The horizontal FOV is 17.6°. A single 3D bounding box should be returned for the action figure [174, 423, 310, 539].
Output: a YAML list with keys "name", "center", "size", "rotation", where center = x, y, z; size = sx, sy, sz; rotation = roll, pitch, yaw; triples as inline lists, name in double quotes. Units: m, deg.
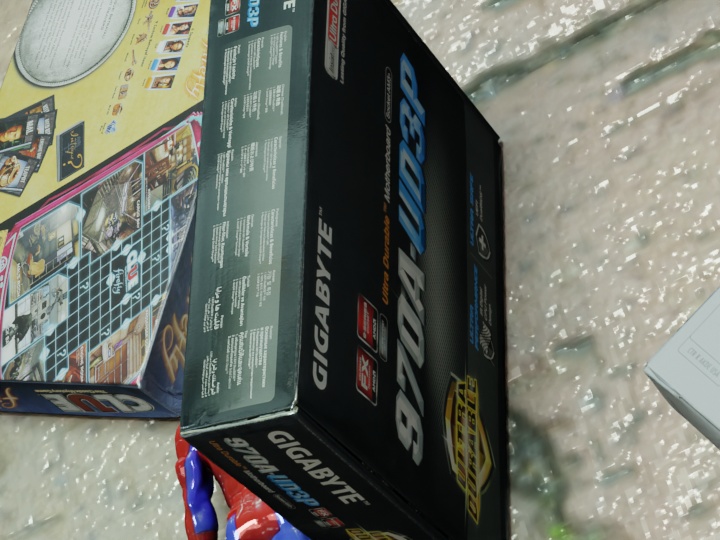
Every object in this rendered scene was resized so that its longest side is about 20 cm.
- name: "action figure"
  center: [-0.033, 0.104, 0.857]
  size: [0.065, 0.052, 0.201]
  rotation: [-24, 47, 13]

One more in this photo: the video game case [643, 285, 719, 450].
- name: "video game case"
  center: [0.213, 0.014, 0.685]
  size: [0.200, 0.045, 0.181]
  rotation: [-46, 46, 0]

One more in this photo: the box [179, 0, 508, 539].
- name: "box"
  center: [0.000, 0.000, 0.825]
  size: [0.046, 0.159, 0.201]
  rotation: [-14, 55, 24]

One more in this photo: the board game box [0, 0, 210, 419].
- name: "board game box"
  center: [-0.110, -0.035, 1.001]
  size: [0.135, 0.035, 0.201]
  rotation: [0, 63, 34]
